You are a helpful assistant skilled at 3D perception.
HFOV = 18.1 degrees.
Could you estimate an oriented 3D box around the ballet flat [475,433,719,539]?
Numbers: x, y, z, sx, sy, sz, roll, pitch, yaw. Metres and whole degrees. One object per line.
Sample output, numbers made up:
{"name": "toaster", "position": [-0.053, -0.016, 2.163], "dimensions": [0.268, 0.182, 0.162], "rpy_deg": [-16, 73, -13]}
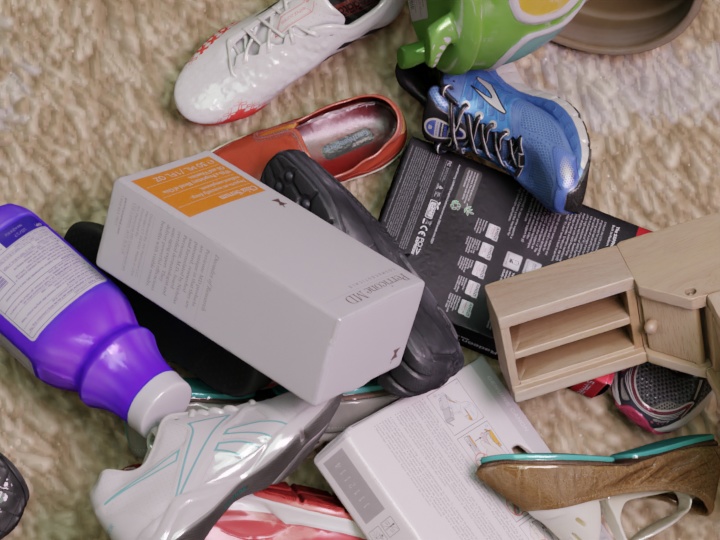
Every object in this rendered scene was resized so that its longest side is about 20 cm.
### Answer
{"name": "ballet flat", "position": [0.173, 0.158, 1.590], "dimensions": [0.199, 0.068, 0.073], "rpy_deg": [-2, 85, -31]}

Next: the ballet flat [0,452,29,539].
{"name": "ballet flat", "position": [-0.309, 0.108, 1.546], "dimensions": [0.200, 0.067, 0.057], "rpy_deg": [42, 47, 3]}

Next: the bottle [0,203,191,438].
{"name": "bottle", "position": [-0.199, 0.038, 1.556], "dimensions": [0.200, 0.065, 0.083], "rpy_deg": [38, 66, 24]}

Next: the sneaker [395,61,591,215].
{"name": "sneaker", "position": [0.091, -0.099, 1.623], "dimensions": [0.089, 0.079, 0.200], "rpy_deg": [-17, 43, -28]}

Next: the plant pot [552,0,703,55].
{"name": "plant pot", "position": [0.191, -0.291, 1.682], "dimensions": [0.199, 0.200, 0.174], "rpy_deg": [30, 57, 1]}

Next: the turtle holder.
{"name": "turtle holder", "position": [0.093, -0.217, 1.566], "dimensions": [0.131, 0.186, 0.142], "rpy_deg": [-9, 65, -13]}

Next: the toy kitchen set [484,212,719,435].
{"name": "toy kitchen set", "position": [0.206, 0.104, 1.537], "dimensions": [0.179, 0.164, 0.201], "rpy_deg": [-17, 40, -3]}

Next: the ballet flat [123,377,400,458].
{"name": "ballet flat", "position": [-0.068, 0.106, 1.595], "dimensions": [0.198, 0.067, 0.064], "rpy_deg": [-1, 102, -8]}

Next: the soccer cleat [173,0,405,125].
{"name": "soccer cleat", "position": [-0.050, -0.174, 1.655], "dimensions": [0.199, 0.085, 0.069], "rpy_deg": [-30, 80, -15]}

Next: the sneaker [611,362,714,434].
{"name": "sneaker", "position": [0.255, 0.031, 1.646], "dimensions": [0.080, 0.075, 0.200], "rpy_deg": [39, 74, 4]}

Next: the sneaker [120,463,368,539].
{"name": "sneaker", "position": [-0.079, 0.205, 1.566], "dimensions": [0.198, 0.078, 0.116], "rpy_deg": [12, 92, -7]}

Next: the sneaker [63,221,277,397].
{"name": "sneaker", "position": [-0.113, 0.020, 1.607], "dimensions": [0.201, 0.068, 0.108], "rpy_deg": [30, 28, 30]}

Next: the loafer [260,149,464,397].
{"name": "loafer", "position": [0.000, 0.000, 1.580], "dimensions": [0.070, 0.068, 0.201], "rpy_deg": [-15, 65, -51]}

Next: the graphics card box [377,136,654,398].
{"name": "graphics card box", "position": [0.104, -0.002, 1.647], "dimensions": [0.199, 0.051, 0.126], "rpy_deg": [21, 73, -3]}

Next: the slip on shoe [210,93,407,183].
{"name": "slip on shoe", "position": [-0.054, -0.077, 1.640], "dimensions": [0.199, 0.061, 0.074], "rpy_deg": [-24, 80, -13]}

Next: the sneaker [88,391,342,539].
{"name": "sneaker", "position": [-0.093, 0.117, 1.502], "dimensions": [0.200, 0.071, 0.080], "rpy_deg": [-35, 70, -30]}

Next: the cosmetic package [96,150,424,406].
{"name": "cosmetic package", "position": [-0.069, 0.002, 1.516], "dimensions": [0.199, 0.072, 0.101], "rpy_deg": [31, 30, 25]}

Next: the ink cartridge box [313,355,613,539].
{"name": "ink cartridge box", "position": [0.083, 0.175, 1.581], "dimensions": [0.201, 0.045, 0.176], "rpy_deg": [55, 37, 9]}
